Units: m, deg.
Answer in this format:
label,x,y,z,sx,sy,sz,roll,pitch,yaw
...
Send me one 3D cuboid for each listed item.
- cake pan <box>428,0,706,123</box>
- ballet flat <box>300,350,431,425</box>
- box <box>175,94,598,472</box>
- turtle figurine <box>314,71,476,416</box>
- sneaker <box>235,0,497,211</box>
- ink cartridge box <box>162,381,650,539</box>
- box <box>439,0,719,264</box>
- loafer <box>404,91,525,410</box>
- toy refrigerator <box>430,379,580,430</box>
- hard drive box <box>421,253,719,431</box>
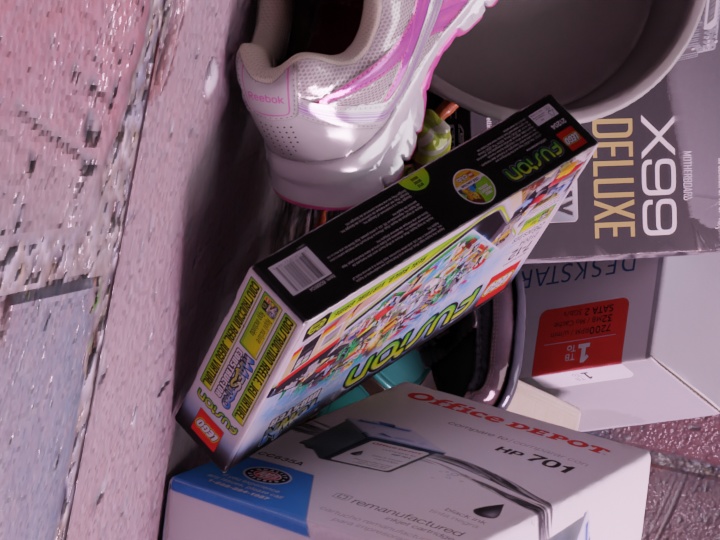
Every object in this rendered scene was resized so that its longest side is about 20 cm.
label,x,y,z,sx,sy,sz,roll,pitch,yaw
cake pan,0.073,-0.163,1.188,0.037,0.199,0.202,154,-47,-67
ballet flat,-0.012,0.067,1.313,0.068,0.072,0.201,47,42,-21
box,0.013,0.003,1.093,0.200,0.035,0.110,-32,160,-40
turtle figurine,0.000,0.000,1.233,0.162,0.064,0.200,-56,-175,-40
sneaker,0.008,-0.129,1.070,0.201,0.081,0.088,-68,151,-23
ink cartridge box,0.024,0.126,1.141,0.200,0.146,0.087,-20,119,-55
box,0.119,-0.106,1.265,0.050,0.157,0.202,-172,-100,-71
loafer,0.042,-0.013,1.313,0.072,0.063,0.201,-40,-137,46
toy refrigerator,0.034,0.116,1.386,0.200,0.070,0.076,-25,-135,59
hard drive box,0.130,-0.015,1.394,0.077,0.155,0.201,36,54,-42
